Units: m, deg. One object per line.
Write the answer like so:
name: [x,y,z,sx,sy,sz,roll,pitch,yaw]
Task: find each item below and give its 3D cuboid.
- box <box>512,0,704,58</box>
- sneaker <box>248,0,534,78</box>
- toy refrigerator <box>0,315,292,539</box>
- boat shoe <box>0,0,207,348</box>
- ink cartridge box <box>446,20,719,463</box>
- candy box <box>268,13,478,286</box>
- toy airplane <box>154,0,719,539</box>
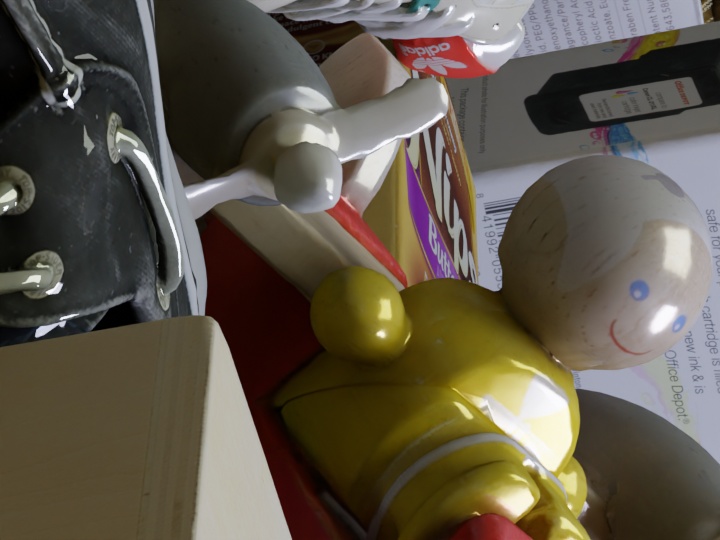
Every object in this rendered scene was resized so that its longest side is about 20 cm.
box: [0.060,-0.215,1.233,0.200,0.130,0.199,70,14,-46]
sneaker: [0.014,-0.086,0.796,0.200,0.070,0.094,-37,128,-46]
toy refrigerator: [-0.034,0.106,0.461,0.070,0.076,0.200,-88,165,-52]
boat shoe: [-0.059,-0.013,0.449,0.200,0.070,0.064,71,11,-54]
ink cartridge box: [0.103,-0.003,1.051,0.083,0.199,0.146,-85,163,-58]
candy box: [0.000,0.000,0.864,0.200,0.056,0.117,-91,168,-49]
toy airplane: [0.012,0.014,0.638,0.200,0.141,0.200,62,22,5]
